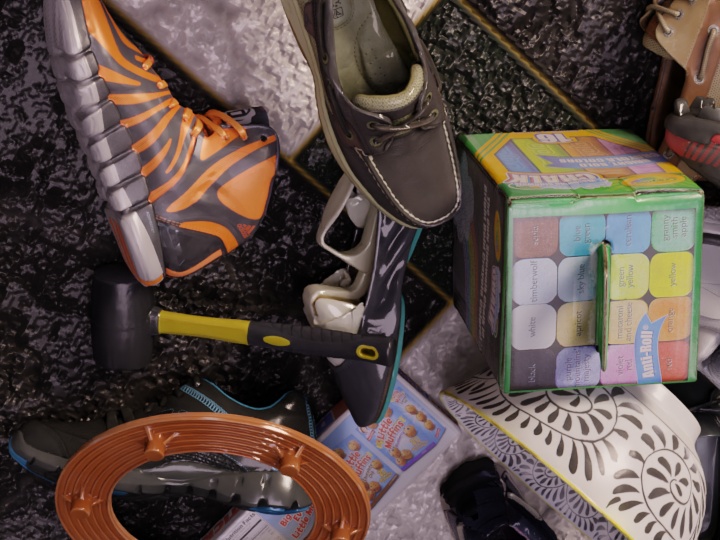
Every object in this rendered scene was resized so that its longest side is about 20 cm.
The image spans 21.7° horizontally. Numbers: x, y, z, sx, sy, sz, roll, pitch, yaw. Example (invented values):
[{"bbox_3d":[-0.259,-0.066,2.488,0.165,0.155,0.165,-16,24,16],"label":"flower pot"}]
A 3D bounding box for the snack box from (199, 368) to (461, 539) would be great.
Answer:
[{"bbox_3d":[-0.027,0.153,1.266,0.200,0.024,0.072,-45,108,7],"label":"snack box"}]

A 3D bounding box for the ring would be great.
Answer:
[{"bbox_3d":[-0.093,0.156,1.183,0.200,0.019,0.201,2,139,1],"label":"ring"}]

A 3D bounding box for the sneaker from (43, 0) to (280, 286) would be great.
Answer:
[{"bbox_3d":[-0.118,-0.099,1.146,0.112,0.078,0.200,-23,112,-13],"label":"sneaker"}]

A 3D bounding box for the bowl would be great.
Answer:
[{"bbox_3d":[0.155,0.109,1.202,0.201,0.201,0.094,43,84,-20],"label":"bowl"}]

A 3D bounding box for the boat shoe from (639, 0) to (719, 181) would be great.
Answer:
[{"bbox_3d":[0.215,-0.148,1.178,0.074,0.076,0.200,0,108,-6],"label":"boat shoe"}]

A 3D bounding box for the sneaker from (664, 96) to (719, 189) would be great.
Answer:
[{"bbox_3d":[0.267,-0.033,1.151,0.200,0.071,0.098,26,107,-6],"label":"sneaker"}]

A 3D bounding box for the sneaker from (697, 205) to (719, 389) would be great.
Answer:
[{"bbox_3d":[0.287,0.031,1.224,0.200,0.115,0.075,10,151,-9],"label":"sneaker"}]

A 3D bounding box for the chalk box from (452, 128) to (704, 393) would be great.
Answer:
[{"bbox_3d":[0.135,-0.003,1.146,0.124,0.200,0.125,-3,109,-9],"label":"chalk box"}]

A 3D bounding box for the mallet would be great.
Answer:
[{"bbox_3d":[-0.076,0.029,1.172,0.200,0.041,0.066,0,109,16],"label":"mallet"}]

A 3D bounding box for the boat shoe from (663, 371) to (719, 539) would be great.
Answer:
[{"bbox_3d":[0.224,0.109,1.271,0.074,0.066,0.200,-2,109,-8],"label":"boat shoe"}]

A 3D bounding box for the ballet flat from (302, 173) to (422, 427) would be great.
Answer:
[{"bbox_3d":[0.000,0.000,1.195,0.073,0.073,0.200,11,100,-13],"label":"ballet flat"}]

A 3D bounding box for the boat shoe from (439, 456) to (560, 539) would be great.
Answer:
[{"bbox_3d":[0.121,0.228,1.280,0.075,0.093,0.200,-34,111,3],"label":"boat shoe"}]

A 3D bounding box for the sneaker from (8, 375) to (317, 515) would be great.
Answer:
[{"bbox_3d":[-0.127,0.110,1.222,0.200,0.073,0.082,7,78,-7],"label":"sneaker"}]

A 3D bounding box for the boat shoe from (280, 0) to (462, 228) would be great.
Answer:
[{"bbox_3d":[0.011,-0.106,1.101,0.072,0.066,0.201,-28,113,-9],"label":"boat shoe"}]
